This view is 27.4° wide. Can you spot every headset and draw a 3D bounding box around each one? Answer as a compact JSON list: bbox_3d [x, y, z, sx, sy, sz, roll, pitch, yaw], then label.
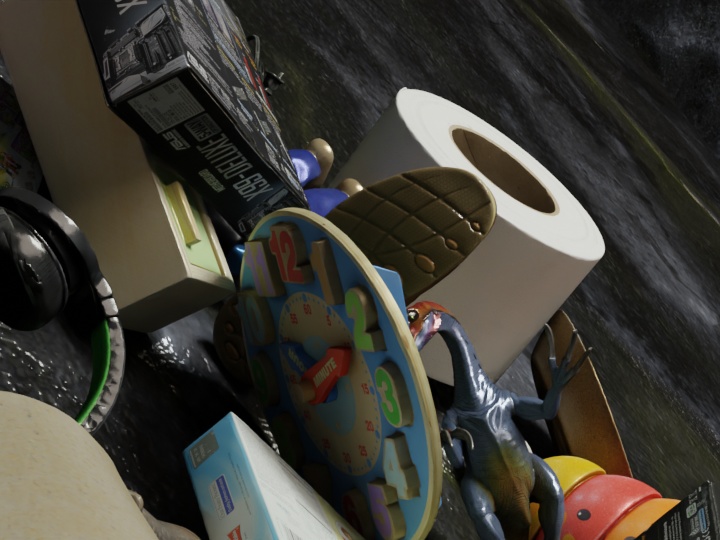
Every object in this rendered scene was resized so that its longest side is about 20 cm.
[{"bbox_3d":[-0.180,-0.004,0.677,0.123,0.094,0.201,-18,77,-34],"label":"headset"}]

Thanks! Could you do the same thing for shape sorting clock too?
[{"bbox_3d":[-0.018,0.063,0.815,0.039,0.200,0.200,-14,57,-28],"label":"shape sorting clock"}]

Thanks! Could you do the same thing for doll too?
[{"bbox_3d":[-0.072,-0.037,1.001,0.137,0.048,0.200,52,35,12],"label":"doll"}]

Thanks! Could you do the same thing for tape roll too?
[{"bbox_3d":[0.070,-0.026,1.148,0.202,0.139,0.203,33,22,-15],"label":"tape roll"}]

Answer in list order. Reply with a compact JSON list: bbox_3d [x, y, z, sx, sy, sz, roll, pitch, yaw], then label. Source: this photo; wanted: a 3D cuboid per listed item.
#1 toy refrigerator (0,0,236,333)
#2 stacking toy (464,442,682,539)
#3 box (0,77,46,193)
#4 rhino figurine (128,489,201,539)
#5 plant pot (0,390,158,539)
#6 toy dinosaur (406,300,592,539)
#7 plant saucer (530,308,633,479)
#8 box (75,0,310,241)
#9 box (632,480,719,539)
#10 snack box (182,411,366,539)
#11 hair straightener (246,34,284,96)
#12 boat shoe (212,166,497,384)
[{"bbox_3d":[-0.143,-0.071,0.867,0.201,0.070,0.076,69,12,14],"label":"toy refrigerator"},{"bbox_3d":[0.147,0.181,1.029,0.200,0.146,0.146,35,14,29],"label":"stacking toy"},{"bbox_3d":[-0.241,-0.068,0.801,0.137,0.039,0.200,39,22,-22],"label":"box"},{"bbox_3d":[-0.061,0.192,0.640,0.200,0.060,0.087,57,1,24],"label":"rhino figurine"},{"bbox_3d":[-0.121,0.143,0.476,0.200,0.201,0.184,30,14,-36],"label":"plant pot"},{"bbox_3d":[0.069,0.115,0.933,0.105,0.200,0.182,-14,61,-27],"label":"toy dinosaur"},{"bbox_3d":[0.171,0.130,1.145,0.200,0.035,0.201,-19,90,-90],"label":"plant saucer"},{"bbox_3d":[-0.104,-0.126,0.866,0.158,0.050,0.200,68,8,24],"label":"box"},{"bbox_3d":[0.132,0.225,0.773,0.047,0.193,0.200,41,20,-8],"label":"box"},{"bbox_3d":[-0.005,0.169,0.747,0.200,0.037,0.116,48,5,-29],"label":"snack box"},{"bbox_3d":[-0.080,-0.127,1.163,0.041,0.077,0.200,34,24,-28],"label":"hair straightener"},{"bbox_3d":[0.000,0.001,0.917,0.072,0.200,0.068,60,19,11],"label":"boat shoe"}]
